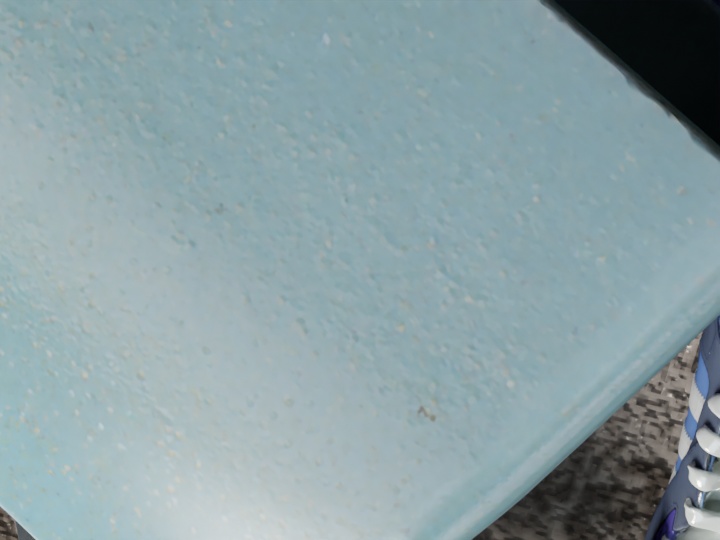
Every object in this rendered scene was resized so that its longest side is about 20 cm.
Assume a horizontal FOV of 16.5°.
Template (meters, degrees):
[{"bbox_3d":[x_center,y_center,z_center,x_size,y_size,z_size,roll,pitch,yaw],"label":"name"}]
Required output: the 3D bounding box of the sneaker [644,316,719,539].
[{"bbox_3d":[0.130,0.085,0.804,0.080,0.147,0.200,18,149,7],"label":"sneaker"}]

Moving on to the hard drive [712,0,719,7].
[{"bbox_3d":[0.106,-0.065,0.759,0.199,0.025,0.132,5,141,33],"label":"hard drive"}]

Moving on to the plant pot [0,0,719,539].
[{"bbox_3d":[-0.013,-0.015,0.648,0.196,0.196,0.200,42,106,6],"label":"plant pot"}]

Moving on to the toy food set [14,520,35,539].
[{"bbox_3d":[-0.051,0.113,0.882,0.060,0.144,0.200,-39,128,15],"label":"toy food set"}]
